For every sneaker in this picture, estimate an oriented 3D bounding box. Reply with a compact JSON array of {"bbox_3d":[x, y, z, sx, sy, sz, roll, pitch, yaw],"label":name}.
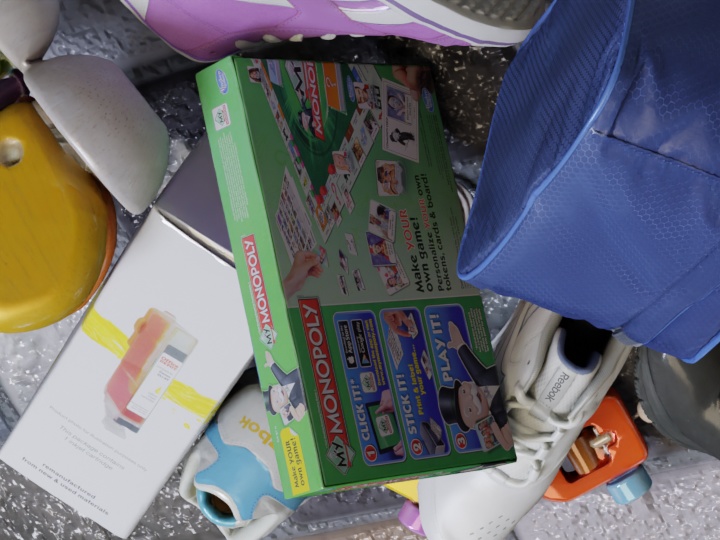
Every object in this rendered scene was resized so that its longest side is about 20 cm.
[{"bbox_3d":[0.211,0.085,1.116,0.200,0.076,0.091,51,160,-26],"label":"sneaker"},{"bbox_3d":[0.084,0.059,1.113,0.074,0.087,0.200,25,103,-5],"label":"sneaker"},{"bbox_3d":[-0.020,-0.133,1.049,0.200,0.073,0.114,17,144,-23],"label":"sneaker"},{"bbox_3d":[-0.059,0.102,1.195,0.076,0.081,0.200,41,167,6],"label":"sneaker"}]

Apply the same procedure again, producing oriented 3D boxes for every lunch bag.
[{"bbox_3d":[0.134,-0.051,0.940,0.132,0.136,0.200,20,150,-9],"label":"lunch bag"}]

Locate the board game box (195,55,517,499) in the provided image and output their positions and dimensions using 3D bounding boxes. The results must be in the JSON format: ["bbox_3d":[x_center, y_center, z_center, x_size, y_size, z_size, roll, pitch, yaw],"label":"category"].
[{"bbox_3d":[0.000,0.000,1.054,0.029,0.134,0.201,-21,77,44],"label":"board game box"}]

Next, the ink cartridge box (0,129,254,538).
[{"bbox_3d":[-0.088,0.016,1.151,0.083,0.145,0.200,34,128,-4],"label":"ink cartridge box"}]

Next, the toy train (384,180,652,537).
[{"bbox_3d":[0.059,0.053,1.185,0.150,0.056,0.200,-35,98,9],"label":"toy train"}]

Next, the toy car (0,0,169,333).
[{"bbox_3d":[-0.192,-0.058,1.058,0.175,0.150,0.200,-38,88,1],"label":"toy car"}]
